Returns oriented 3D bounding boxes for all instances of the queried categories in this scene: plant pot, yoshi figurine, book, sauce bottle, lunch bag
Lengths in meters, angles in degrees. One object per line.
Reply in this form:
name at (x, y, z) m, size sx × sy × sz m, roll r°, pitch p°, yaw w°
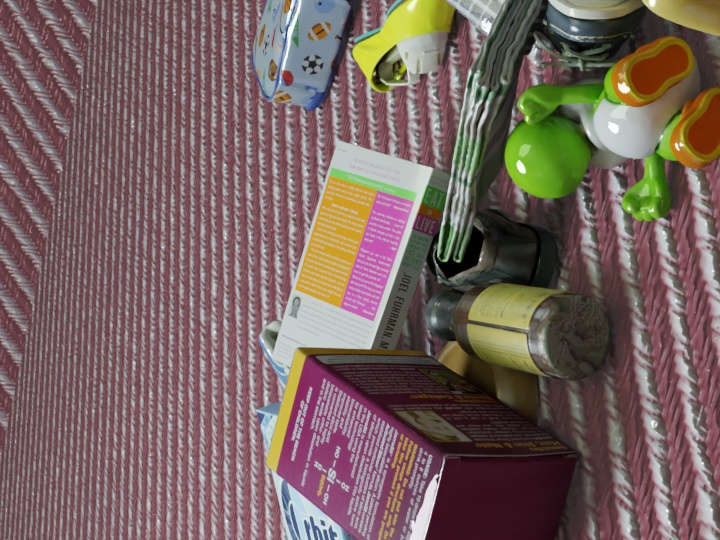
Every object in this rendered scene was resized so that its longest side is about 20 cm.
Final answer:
plant pot at (0.085, 0.133, 1.397) m, size 0.200 × 0.027 × 0.201 m, roll -170°, pitch 90°, yaw -70°
yoshi figurine at (0.163, -0.091, 1.185) m, size 0.200 × 0.111 × 0.113 m, roll 167°, pitch 105°, yaw -71°
book at (0.000, 0.000, 1.480) m, size 0.133 × 0.048 × 0.201 m, roll 22°, pitch 92°, yaw 55°
sauce bottle at (0.111, 0.040, 1.298) m, size 0.200 × 0.064 × 0.065 m, roll 12°, pitch 92°, yaw 64°
lunch bag at (-0.061, -0.291, 1.916) m, size 0.161 × 0.075 × 0.201 m, roll -107°, pitch 33°, yaw -55°

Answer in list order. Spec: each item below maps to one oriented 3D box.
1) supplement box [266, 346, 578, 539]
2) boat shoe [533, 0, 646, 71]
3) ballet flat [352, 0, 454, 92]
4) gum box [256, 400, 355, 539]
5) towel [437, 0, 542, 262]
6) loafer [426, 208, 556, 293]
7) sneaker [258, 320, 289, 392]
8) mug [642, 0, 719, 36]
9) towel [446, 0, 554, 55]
supplement box at (0.042, 0.140, 1.288) m, size 0.200 × 0.130 × 0.104 m, roll 32°, pitch 111°, yaw 50°
boat shoe at (0.159, -0.173, 1.219) m, size 0.200 × 0.074 × 0.062 m, roll -84°, pitch 1°, yaw -75°
ballet flat at (0.047, -0.211, 1.624) m, size 0.200 × 0.066 × 0.067 m, roll 156°, pitch 100°, yaw -69°
gum box at (-0.025, 0.219, 1.518) m, size 0.170 × 0.044 × 0.201 m, roll -177°, pitch 74°, yaw -69°
towel at (0.102, -0.117, 1.290) m, size 0.201 × 0.031 × 0.150 m, roll 97°, pitch -164°, yaw -51°
loafer at (0.090, -0.018, 1.400) m, size 0.200 × 0.063 × 0.072 m, roll -173°, pitch 93°, yaw -70°
sneaker at (-0.023, 0.096, 1.563) m, size 0.199 × 0.077 × 0.076 m, roll 13°, pitch 59°, yaw 49°
mug at (0.197, -0.235, 1.091) m, size 0.187 × 0.152 × 0.150 m, roll -139°, pitch 62°, yaw -66°
towel at (0.103, -0.288, 1.358) m, size 0.200 × 0.085 × 0.166 m, roll 45°, pitch 130°, yaw 29°
